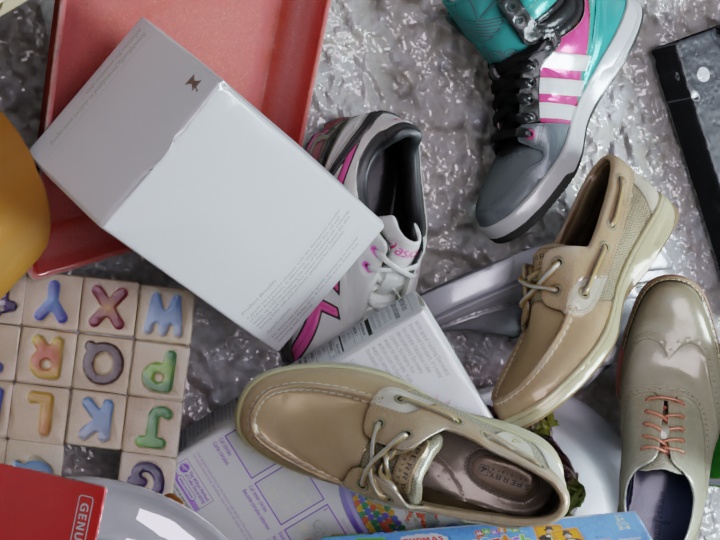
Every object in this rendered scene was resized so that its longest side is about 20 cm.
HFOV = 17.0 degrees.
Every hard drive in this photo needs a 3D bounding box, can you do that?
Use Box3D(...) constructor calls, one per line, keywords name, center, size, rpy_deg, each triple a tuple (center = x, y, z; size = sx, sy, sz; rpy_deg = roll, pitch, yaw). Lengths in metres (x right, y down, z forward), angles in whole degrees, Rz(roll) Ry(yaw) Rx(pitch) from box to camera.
Box3D(name="hard drive", center=(0.292, -0.079, 1.669), size=(0.140, 0.038, 0.200), rpy_deg=(-21, 95, -24))

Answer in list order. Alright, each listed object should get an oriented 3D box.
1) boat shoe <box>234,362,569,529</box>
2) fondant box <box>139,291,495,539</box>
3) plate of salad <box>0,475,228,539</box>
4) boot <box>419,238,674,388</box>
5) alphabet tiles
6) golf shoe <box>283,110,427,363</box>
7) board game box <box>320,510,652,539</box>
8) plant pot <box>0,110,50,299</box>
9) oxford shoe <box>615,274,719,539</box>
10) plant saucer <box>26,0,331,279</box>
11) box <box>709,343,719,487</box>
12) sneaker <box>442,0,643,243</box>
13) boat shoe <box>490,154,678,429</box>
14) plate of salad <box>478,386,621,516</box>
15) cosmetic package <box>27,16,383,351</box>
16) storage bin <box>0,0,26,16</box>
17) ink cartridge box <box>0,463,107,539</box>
Box3D(name="boat shoe", center=(0.026, 0.105, 1.400), size=(0.200, 0.065, 0.072), rpy_deg=(17, 99, -7))
Box3D(name="fondant box", center=(-0.013, 0.127, 1.464), size=(0.200, 0.058, 0.144), rpy_deg=(-31, 101, 3))
Box3D(name="plate of salad", center=(-0.150, 0.195, 1.393), size=(0.200, 0.048, 0.200), rpy_deg=(3, 121, 5))
Box3D(name="boot", center=(0.126, 0.032, 1.564), size=(0.200, 0.074, 0.096), rpy_deg=(-18, 87, -26))
Box3D(name="alphabet tiles", center=(-0.204, 0.082, 1.414), size=(0.200, 0.008, 0.167), rpy_deg=(7, 84, -7))
Box3D(name="golf shoe", center=(0.000, 0.000, 1.500), size=(0.073, 0.092, 0.200), rpy_deg=(4, 87, -29))
Box3D(name="board game box", center=(0.067, 0.221, 1.461), size=(0.200, 0.037, 0.151), rpy_deg=(-2, 123, -16))
Box3D(name="plant pot", center=(-0.279, -0.015, 1.328), size=(0.183, 0.200, 0.200), rpy_deg=(-36, 102, -37))
Box3D(name="oxford shoe", center=(0.197, 0.103, 1.525), size=(0.071, 0.074, 0.200), rpy_deg=(1, 90, 5))
Box3D(name="plant saucer", center=(-0.112, -0.106, 1.420), size=(0.199, 0.037, 0.200), rpy_deg=(-18, 134, -37))
Box3D(name="box", center=(0.322, 0.108, 1.576), size=(0.176, 0.200, 0.097), rpy_deg=(11, 82, -27))
Box3D(name="sneaker", center=(0.097, -0.127, 1.555), size=(0.121, 0.084, 0.200), rpy_deg=(37, 65, -24))
Box3D(name="boat shoe", center=(0.126, 0.013, 1.497), size=(0.065, 0.071, 0.200), rpy_deg=(44, 55, -17))
Box3D(name="plate of salad", center=(0.106, 0.173, 1.554), size=(0.200, 0.048, 0.200), rpy_deg=(1, 87, -24))
Box3D(name="cosmetic package", center=(-0.085, -0.046, 1.397), size=(0.108, 0.085, 0.200), rpy_deg=(-49, 143, 0))
Box3D(name="storage bin", center=(-0.214, -0.195, 1.356), size=(0.200, 0.198, 0.094), rpy_deg=(-35, 105, -23))
Box3D(name="ink cartridge box", center=(-0.238, 0.197, 1.329), size=(0.045, 0.176, 0.200), rpy_deg=(16, 84, -57))
